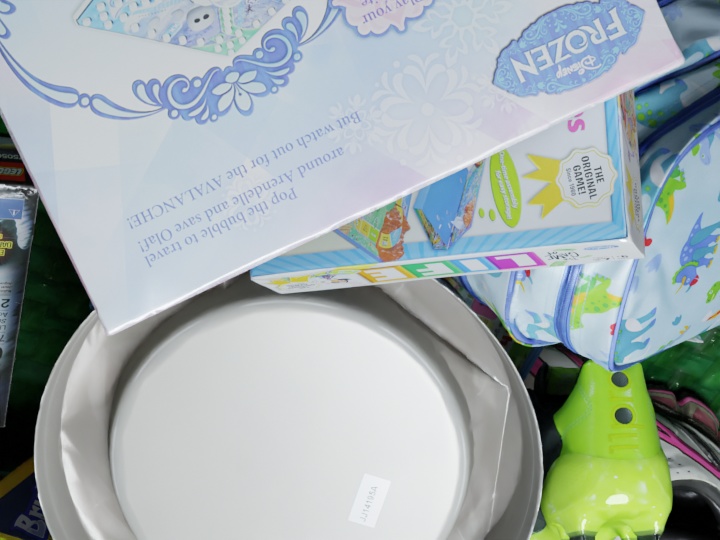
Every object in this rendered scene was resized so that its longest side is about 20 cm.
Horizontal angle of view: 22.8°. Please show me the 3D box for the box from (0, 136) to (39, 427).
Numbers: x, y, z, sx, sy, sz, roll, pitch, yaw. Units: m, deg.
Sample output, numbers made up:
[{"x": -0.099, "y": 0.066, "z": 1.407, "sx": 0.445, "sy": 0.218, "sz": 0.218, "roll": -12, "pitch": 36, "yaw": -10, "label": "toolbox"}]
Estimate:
[{"x": -0.244, "y": 0.002, "z": 0.757, "sx": 0.200, "sy": 0.040, "sz": 0.137, "roll": 3, "pitch": 128, "yaw": -16, "label": "box"}]

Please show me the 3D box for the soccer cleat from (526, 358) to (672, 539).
[{"x": 0.086, "y": 0.085, "z": 0.775, "sx": 0.067, "sy": 0.081, "sz": 0.200, "roll": 2, "pitch": 166, "yaw": -12, "label": "soccer cleat"}]

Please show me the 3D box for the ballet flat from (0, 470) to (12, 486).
[{"x": -0.184, "y": 0.113, "z": 0.803, "sx": 0.068, "sy": 0.072, "sz": 0.200, "roll": -4, "pitch": 151, "yaw": 12, "label": "ballet flat"}]

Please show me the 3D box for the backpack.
[{"x": 0.117, "y": -0.046, "z": 0.706, "sx": 0.200, "sy": 0.154, "sz": 0.163, "roll": -8, "pitch": 137, "yaw": -25, "label": "backpack"}]

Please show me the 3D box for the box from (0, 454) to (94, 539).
[{"x": -0.135, "y": 0.189, "z": 0.812, "sx": 0.064, "sy": 0.070, "sz": 0.200, "roll": 12, "pitch": 117, "yaw": 23, "label": "box"}]

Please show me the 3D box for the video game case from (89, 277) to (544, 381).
[{"x": 0.000, "y": 0.000, "z": 0.787, "sx": 0.200, "sy": 0.018, "sz": 0.143, "roll": 30, "pitch": 91, "yaw": -28, "label": "video game case"}]

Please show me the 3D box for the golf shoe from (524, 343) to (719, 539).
[{"x": 0.110, "y": 0.089, "z": 0.877, "sx": 0.200, "sy": 0.092, "sz": 0.073, "roll": 18, "pitch": 122, "yaw": -23, "label": "golf shoe"}]

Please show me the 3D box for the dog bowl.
[{"x": -0.028, "y": 0.069, "z": 0.724, "sx": 0.200, "sy": 0.059, "sz": 0.200, "roll": 0, "pitch": 111, "yaw": 1, "label": "dog bowl"}]

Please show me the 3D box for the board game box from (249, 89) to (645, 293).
[{"x": 0.025, "y": -0.098, "z": 0.631, "sx": 0.134, "sy": 0.200, "sz": 0.034, "roll": -5, "pitch": 168, "yaw": 17, "label": "board game box"}]

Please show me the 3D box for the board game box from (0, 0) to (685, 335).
[{"x": -0.031, "y": -0.112, "z": 0.556, "sx": 0.200, "sy": 0.043, "sz": 0.199, "roll": -25, "pitch": 94, "yaw": -3, "label": "board game box"}]
